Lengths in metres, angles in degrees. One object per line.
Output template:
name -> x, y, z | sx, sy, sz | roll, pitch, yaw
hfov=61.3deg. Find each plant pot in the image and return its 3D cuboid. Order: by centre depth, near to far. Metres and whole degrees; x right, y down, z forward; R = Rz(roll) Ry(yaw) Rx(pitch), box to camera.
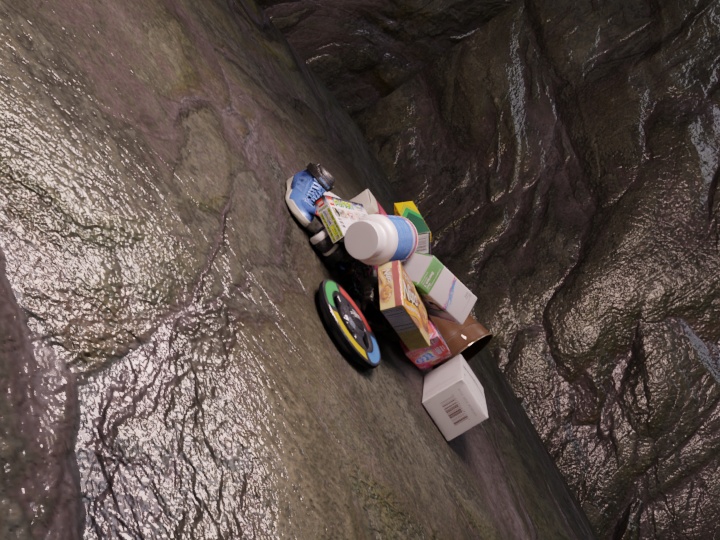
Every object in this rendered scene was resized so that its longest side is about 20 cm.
plant pot -> 0.254, 0.175, 1.805 | 0.199, 0.200, 0.200 | 53, 10, 21

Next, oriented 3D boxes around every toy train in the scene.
toy train -> -0.036, -0.010, 1.468 | 0.046, 0.034, 0.201 | 30, 27, -39

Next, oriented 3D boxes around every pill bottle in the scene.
pill bottle -> 0.045, -0.069, 1.351 | 0.113, 0.112, 0.200 | 59, 23, 11

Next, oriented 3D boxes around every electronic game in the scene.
electronic game -> -0.020, 0.104, 1.206 | 0.200, 0.041, 0.200 | 53, 13, -17

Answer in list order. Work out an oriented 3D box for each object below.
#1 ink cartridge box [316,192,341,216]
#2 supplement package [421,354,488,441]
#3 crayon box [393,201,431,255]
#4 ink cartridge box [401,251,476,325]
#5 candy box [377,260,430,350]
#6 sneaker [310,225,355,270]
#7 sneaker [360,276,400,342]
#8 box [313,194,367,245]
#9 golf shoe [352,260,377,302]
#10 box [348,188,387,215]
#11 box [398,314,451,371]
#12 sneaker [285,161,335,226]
ink cartridge box -> -0.082, -0.166, 1.598 | 0.199, 0.051, 0.109 | 30, 18, -9
supplement package -> 0.233, 0.309, 1.506 | 0.117, 0.117, 0.200 | 55, 12, -4
crayon box -> 0.137, -0.057, 1.628 | 0.173, 0.058, 0.201 | -112, -165, -54
ink cartridge box -> 0.168, 0.040, 1.490 | 0.200, 0.084, 0.144 | 40, -15, -35
candy box -> 0.098, 0.082, 1.350 | 0.200, 0.055, 0.116 | 54, 26, -50
sneaker -> -0.054, -0.060, 1.443 | 0.112, 0.073, 0.200 | 56, 20, -9
sneaker -> 0.047, 0.119, 1.381 | 0.115, 0.076, 0.200 | -80, 156, -43
box -> -0.027, -0.112, 1.422 | 0.111, 0.035, 0.200 | 63, 22, 13
golf shoe -> 0.020, 0.023, 1.517 | 0.092, 0.072, 0.201 | 47, 26, -63
box -> 0.031, -0.109, 1.755 | 0.200, 0.127, 0.109 | 49, 15, -28
box -> 0.155, 0.174, 1.551 | 0.100, 0.095, 0.200 | 63, 6, 28
sneaker -> -0.112, -0.187, 1.424 | 0.077, 0.111, 0.200 | 50, 14, -29
